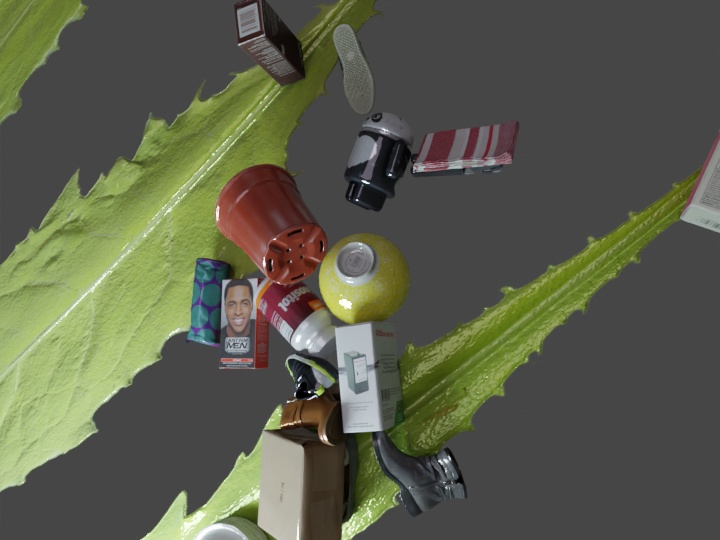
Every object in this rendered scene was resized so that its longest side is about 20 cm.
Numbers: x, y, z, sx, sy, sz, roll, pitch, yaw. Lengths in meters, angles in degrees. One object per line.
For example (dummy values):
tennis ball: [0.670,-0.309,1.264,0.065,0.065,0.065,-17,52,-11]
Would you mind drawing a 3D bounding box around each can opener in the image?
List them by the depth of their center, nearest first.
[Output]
can opener: [0.196,-0.227,1.138,0.197,0.067,0.054,0,82,18]

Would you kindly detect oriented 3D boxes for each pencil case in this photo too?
pencil case: [-0.357,0.074,1.306,0.084,0.092,0.203,7,83,-12]

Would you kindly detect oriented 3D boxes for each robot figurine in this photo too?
robot figurine: [0.036,-0.231,1.171,0.149,0.125,0.203,22,91,23]

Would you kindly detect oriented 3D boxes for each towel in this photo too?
towel: [0.212,-0.251,1.113,0.197,0.023,0.145,-2,40,23]

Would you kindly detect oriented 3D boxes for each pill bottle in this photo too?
pill bottle: [-0.130,0.098,1.199,0.200,0.113,0.113,43,98,20]

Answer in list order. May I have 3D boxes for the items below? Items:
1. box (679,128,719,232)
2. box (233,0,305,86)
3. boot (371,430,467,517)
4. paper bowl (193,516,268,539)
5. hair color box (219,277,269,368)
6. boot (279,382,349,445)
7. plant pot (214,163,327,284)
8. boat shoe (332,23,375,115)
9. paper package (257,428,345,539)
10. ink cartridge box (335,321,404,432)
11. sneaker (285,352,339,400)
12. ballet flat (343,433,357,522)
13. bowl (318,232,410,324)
box: [0.647,-0.166,0.929,0.127,0.109,0.202,25,92,23]
box: [-0.203,-0.517,1.266,0.074,0.200,0.102,-12,79,17]
boot: [0.116,0.368,1.070,0.130,0.070,0.201,-28,104,14]
paper bowl: [-0.291,0.647,1.191,0.198,0.104,0.204,-3,81,22]
hair color box: [-0.265,0.122,1.276,0.100,0.061,0.203,-4,80,22]
boot: [-0.097,0.299,1.120,0.153,0.200,0.075,-15,100,14]
plant pot: [-0.178,-0.087,1.168,0.201,0.200,0.195,-49,51,8]
boat shoe: [-0.010,-0.452,1.258,0.074,0.062,0.203,-17,92,13]
paper package: [-0.122,0.432,1.115,0.189,0.102,0.203,-6,80,54]
ink cartridge box: [0.021,0.209,1.106,0.083,0.146,0.203,-9,78,21]
sneaker: [-0.119,0.222,1.144,0.072,0.199,0.083,43,65,-16]
ballet flat: [-0.042,0.418,1.145,0.066,0.064,0.203,-4,81,18]
bowl: [0.000,0.000,1.134,0.197,0.108,0.203,-5,65,10]
